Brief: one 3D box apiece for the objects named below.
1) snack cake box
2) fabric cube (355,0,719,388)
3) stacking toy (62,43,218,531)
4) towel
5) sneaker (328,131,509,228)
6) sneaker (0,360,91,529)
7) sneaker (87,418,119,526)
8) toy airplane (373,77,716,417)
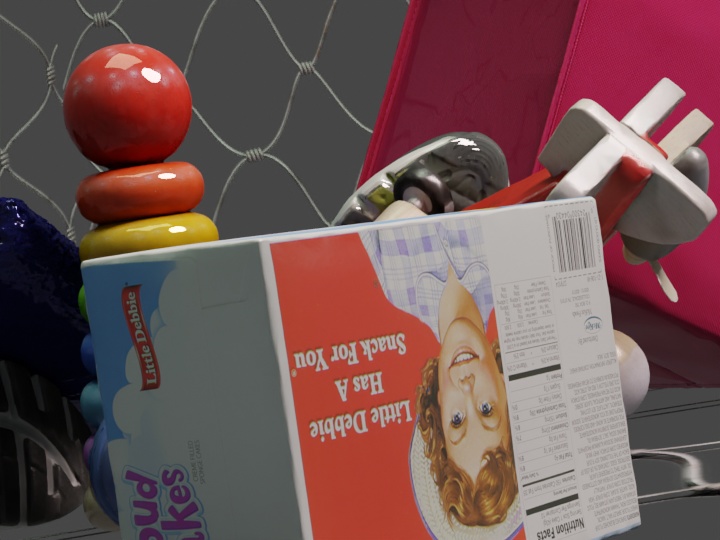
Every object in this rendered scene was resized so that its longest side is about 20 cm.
[{"bbox_3d":[0.008,0.042,0.804,0.067,0.115,0.200,-7,0,33],"label":"snack cake box"},{"bbox_3d":[0.134,-0.058,1.412,0.199,0.197,0.200,22,-13,-26],"label":"fabric cube"},{"bbox_3d":[-0.084,0.005,1.089,0.085,0.200,0.085,-7,1,0],"label":"stacking toy"},{"bbox_3d":[-0.146,0.033,1.188,0.147,0.050,0.200,-12,-38,33],"label":"towel"},{"bbox_3d":[0.000,0.000,1.313,0.200,0.074,0.085,-49,17,20],"label":"sneaker"},{"bbox_3d":[-0.213,0.086,1.145,0.200,0.078,0.090,2,-21,-31],"label":"sneaker"},{"bbox_3d":[-0.004,0.061,1.007,0.200,0.075,0.088,-11,7,-20],"label":"sneaker"},{"bbox_3d":[0.091,0.004,1.168,0.200,0.141,0.199,-34,8,4],"label":"toy airplane"}]
